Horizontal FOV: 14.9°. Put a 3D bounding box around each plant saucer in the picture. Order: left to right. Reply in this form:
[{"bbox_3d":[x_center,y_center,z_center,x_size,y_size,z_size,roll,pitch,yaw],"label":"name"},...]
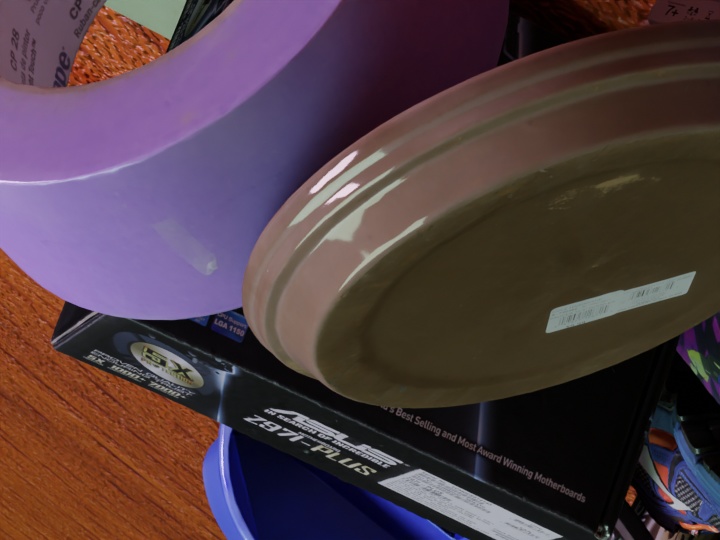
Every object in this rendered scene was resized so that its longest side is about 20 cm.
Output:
[{"bbox_3d":[0.062,-0.010,0.844,0.200,0.199,0.030,73,177,-66],"label":"plant saucer"}]

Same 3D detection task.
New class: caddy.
[{"bbox_3d":[0.021,0.102,1.268,0.200,0.142,0.105,38,165,-9],"label":"caddy"}]

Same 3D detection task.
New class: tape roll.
[{"bbox_3d":[-0.058,-0.091,0.878,0.199,0.201,0.085,19,161,36],"label":"tape roll"}]

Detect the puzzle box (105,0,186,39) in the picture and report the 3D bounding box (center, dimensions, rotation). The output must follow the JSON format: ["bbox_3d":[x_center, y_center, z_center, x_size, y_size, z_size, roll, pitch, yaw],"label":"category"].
[{"bbox_3d":[-0.049,-0.126,1.070,0.132,0.026,0.200,29,163,9],"label":"puzzle box"}]

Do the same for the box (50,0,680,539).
[{"bbox_3d":[0.015,-0.012,0.989,0.199,0.165,0.086,26,162,-14],"label":"box"}]

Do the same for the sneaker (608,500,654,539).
[{"bbox_3d":[0.075,0.079,1.175,0.200,0.090,0.070,44,127,19],"label":"sneaker"}]

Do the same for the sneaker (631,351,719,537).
[{"bbox_3d":[0.150,0.077,1.120,0.200,0.075,0.079,-129,28,-62],"label":"sneaker"}]

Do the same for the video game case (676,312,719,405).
[{"bbox_3d":[0.197,0.060,0.938,0.182,0.036,0.200,52,163,1],"label":"video game case"}]

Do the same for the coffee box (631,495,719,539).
[{"bbox_3d":[0.183,0.123,1.227,0.080,0.113,0.200,33,163,-8],"label":"coffee box"}]

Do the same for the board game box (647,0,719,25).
[{"bbox_3d":[0.185,-0.025,0.931,0.126,0.035,0.200,19,160,34],"label":"board game box"}]
